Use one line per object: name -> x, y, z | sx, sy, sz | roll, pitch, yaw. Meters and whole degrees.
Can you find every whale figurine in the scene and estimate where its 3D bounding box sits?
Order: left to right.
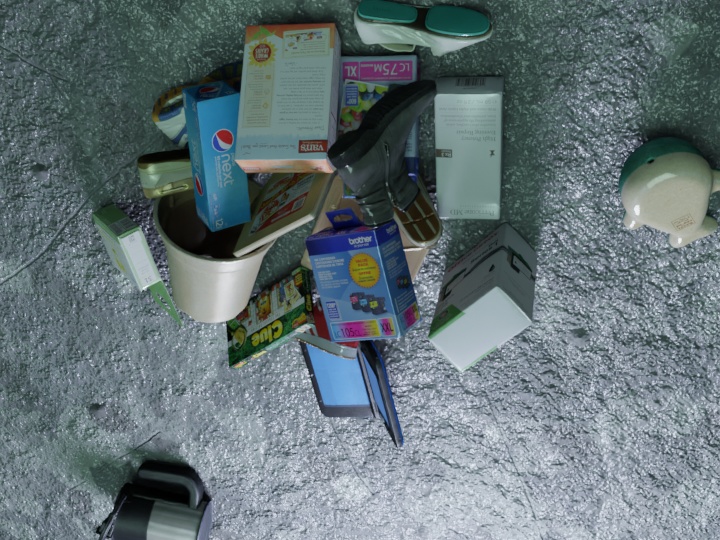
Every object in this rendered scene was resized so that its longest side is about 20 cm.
whale figurine -> 0.452, -0.114, 1.355 | 0.157, 0.105, 0.199 | -27, 138, 25

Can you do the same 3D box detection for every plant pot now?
plant pot -> -0.234, -0.025, 1.496 | 0.196, 0.203, 0.185 | 15, 136, 1

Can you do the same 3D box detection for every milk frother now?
milk frother -> -0.406, 0.503, 1.845 | 0.184, 0.201, 0.184 | 10, 120, 4

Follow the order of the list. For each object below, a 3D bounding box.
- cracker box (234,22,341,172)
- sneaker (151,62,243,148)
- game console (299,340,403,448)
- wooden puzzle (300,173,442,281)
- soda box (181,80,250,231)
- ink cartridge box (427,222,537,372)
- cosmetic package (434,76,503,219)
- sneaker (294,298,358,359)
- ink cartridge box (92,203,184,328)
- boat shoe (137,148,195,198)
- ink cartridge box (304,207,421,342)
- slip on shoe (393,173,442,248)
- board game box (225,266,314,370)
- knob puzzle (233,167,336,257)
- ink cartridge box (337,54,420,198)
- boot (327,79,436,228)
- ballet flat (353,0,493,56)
cracker box -> -0.100, -0.240, 1.307 | 0.131, 0.205, 0.058 | 1, 167, 10
sneaker -> -0.216, -0.248, 1.417 | 0.196, 0.076, 0.089 | -14, 137, 20
game console -> -0.017, 0.208, 1.632 | 0.116, 0.171, 0.203 | -20, 120, -8
wooden puzzle -> 0.016, -0.051, 1.503 | 0.182, 0.047, 0.202 | 23, 128, -3
soda box -> -0.208, -0.165, 1.356 | 0.067, 0.064, 0.204 | -17, 125, -24
ink cartridge box -> 0.191, 0.038, 1.429 | 0.084, 0.201, 0.146 | 43, 120, -14
cosmetic package -> 0.161, -0.179, 1.373 | 0.099, 0.074, 0.204 | 1, 121, 11
sneaker -> -0.075, 0.066, 1.575 | 0.197, 0.071, 0.115 | 19, 95, 32
ink cartridge box -> -0.372, 0.001, 1.559 | 0.047, 0.145, 0.203 | -28, 121, -22
boat shoe -> -0.244, -0.151, 1.433 | 0.196, 0.074, 0.068 | -7, 115, -21
ink cartridge box -> 0.000, 0.000, 1.429 | 0.134, 0.076, 0.204 | -7, 103, 33
slip on shoe -> 0.064, -0.123, 1.401 | 0.075, 0.061, 0.202 | -31, 76, 3
board game box -> -0.156, 0.083, 1.574 | 0.198, 0.107, 0.023 | -31, 147, 33
knob puzzle -> -0.096, -0.117, 1.383 | 0.218, 0.222, 0.030 | -34, 121, 28
ink cartridge box -> 0.026, -0.206, 1.350 | 0.117, 0.042, 0.205 | 1, 96, 11
boot -> 0.050, -0.162, 1.296 | 0.199, 0.069, 0.133 | -42, 117, -17
ballet flat -> 0.087, -0.334, 1.302 | 0.196, 0.070, 0.071 | 10, 124, 10
